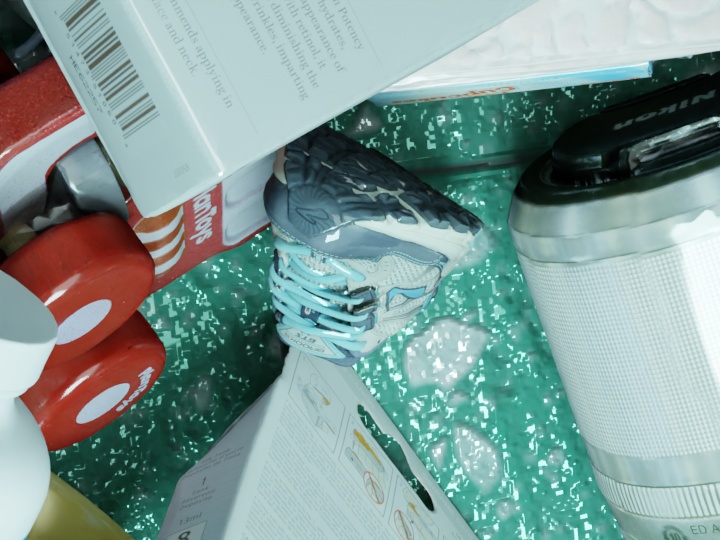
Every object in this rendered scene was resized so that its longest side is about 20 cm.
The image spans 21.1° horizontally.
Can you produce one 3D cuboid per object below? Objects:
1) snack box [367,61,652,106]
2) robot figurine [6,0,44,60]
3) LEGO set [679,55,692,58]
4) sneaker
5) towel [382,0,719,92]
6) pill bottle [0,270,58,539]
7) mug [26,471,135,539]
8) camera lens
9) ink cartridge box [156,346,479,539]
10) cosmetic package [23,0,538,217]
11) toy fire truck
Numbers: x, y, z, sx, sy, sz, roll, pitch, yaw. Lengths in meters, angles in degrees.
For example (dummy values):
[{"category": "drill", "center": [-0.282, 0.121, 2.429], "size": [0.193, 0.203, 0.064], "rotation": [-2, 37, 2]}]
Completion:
[{"category": "snack box", "center": [0.051, -0.172, 0.778], "size": [0.115, 0.037, 0.202], "rotation": [-5, 88, 10]}, {"category": "robot figurine", "center": [-0.079, -0.166, 0.757], "size": [0.169, 0.112, 0.201], "rotation": [22, 87, -47]}, {"category": "LEGO set", "center": [0.114, -0.183, 0.825], "size": [0.154, 0.116, 0.200], "rotation": [42, 81, -20]}, {"category": "sneaker", "center": [0.000, 0.000, 0.771], "size": [0.077, 0.200, 0.087], "rotation": [32, 94, 13]}, {"category": "towel", "center": [0.071, -0.175, 0.729], "size": [0.189, 0.032, 0.202], "rotation": [-6, 90, -12]}, {"category": "pill bottle", "center": [-0.171, 0.090, 0.622], "size": [0.110, 0.111, 0.201], "rotation": [24, 104, -21]}, {"category": "mug", "center": [-0.152, 0.167, 0.753], "size": [0.186, 0.149, 0.154], "rotation": [37, 91, -5]}, {"category": "camera lens", "center": [0.163, 0.023, 0.844], "size": [0.159, 0.160, 0.201], "rotation": [-24, 104, -16]}, {"category": "ink cartridge box", "center": [-0.012, 0.127, 0.797], "size": [0.050, 0.200, 0.163], "rotation": [-30, 109, 19]}, {"category": "cosmetic package", "center": [-0.004, -0.110, 0.638], "size": [0.199, 0.074, 0.102], "rotation": [-30, 95, -27]}, {"category": "toy fire truck", "center": [-0.089, -0.036, 0.732], "size": [0.167, 0.200, 0.112], "rotation": [-34, 73, -17]}]
